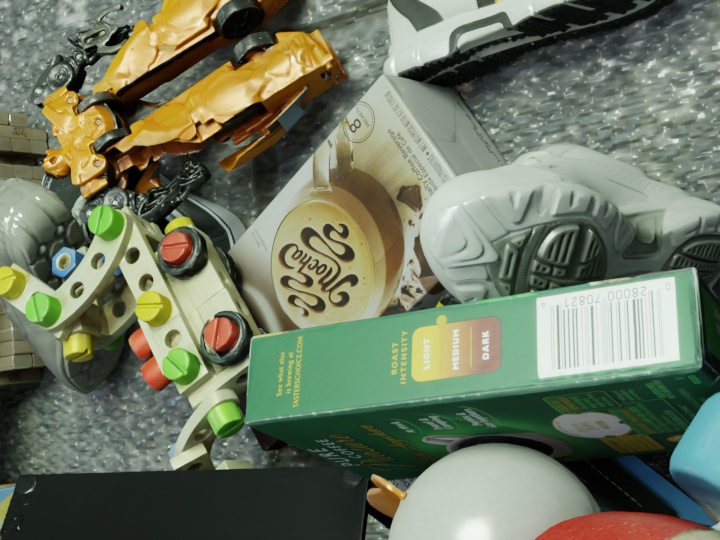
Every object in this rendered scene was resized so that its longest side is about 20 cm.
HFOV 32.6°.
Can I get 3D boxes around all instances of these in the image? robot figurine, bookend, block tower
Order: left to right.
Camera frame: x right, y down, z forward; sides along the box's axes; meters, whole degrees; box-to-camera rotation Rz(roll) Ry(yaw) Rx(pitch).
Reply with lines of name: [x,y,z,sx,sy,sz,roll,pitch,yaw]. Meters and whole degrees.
block tower: [-0.266,-0.016,0.937,0.057,0.054,0.203,-10,84,37]
robot figurine: [-0.114,-0.111,0.781,0.198,0.058,0.146,-30,70,9]
bookend: [-0.075,0.203,0.678,0.197,0.200,0.093,-4,46,13]

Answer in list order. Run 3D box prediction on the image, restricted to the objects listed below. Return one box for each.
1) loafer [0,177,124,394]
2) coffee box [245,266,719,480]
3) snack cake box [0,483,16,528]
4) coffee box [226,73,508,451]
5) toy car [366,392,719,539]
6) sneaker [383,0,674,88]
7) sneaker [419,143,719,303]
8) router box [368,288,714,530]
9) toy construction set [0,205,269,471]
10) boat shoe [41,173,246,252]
loafer: [-0.210,0.010,0.832,0.069,0.070,0.201,27,147,24]
coffee box: [0.063,0.050,0.528,0.198,0.123,0.045,-11,65,28]
snack cake box: [-0.313,0.195,0.880,0.114,0.199,0.068,-10,83,36]
coffee box: [0.000,0.000,0.720,0.200,0.079,0.114,-46,64,27]
toy car: [0.084,0.137,0.506,0.199,0.177,0.185,24,76,48]
sneaker: [0.089,-0.160,0.660,0.198,0.073,0.081,-12,80,36]
sneaker: [0.089,-0.021,0.589,0.099,0.198,0.079,42,116,39]
router box: [0.105,0.105,0.620,0.199,0.051,0.150,34,114,13]
toy construction set: [-0.118,0.047,0.704,0.131,0.092,0.201,-37,75,9]
boat shoe: [-0.168,-0.036,0.854,0.198,0.068,0.074,29,106,33]
